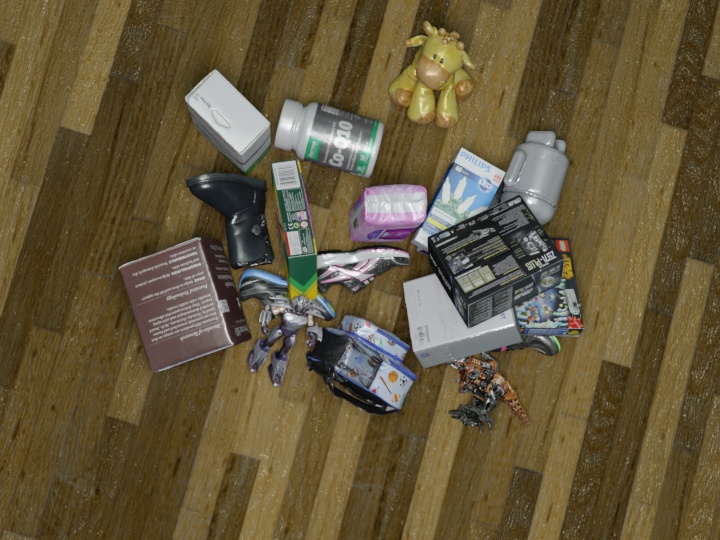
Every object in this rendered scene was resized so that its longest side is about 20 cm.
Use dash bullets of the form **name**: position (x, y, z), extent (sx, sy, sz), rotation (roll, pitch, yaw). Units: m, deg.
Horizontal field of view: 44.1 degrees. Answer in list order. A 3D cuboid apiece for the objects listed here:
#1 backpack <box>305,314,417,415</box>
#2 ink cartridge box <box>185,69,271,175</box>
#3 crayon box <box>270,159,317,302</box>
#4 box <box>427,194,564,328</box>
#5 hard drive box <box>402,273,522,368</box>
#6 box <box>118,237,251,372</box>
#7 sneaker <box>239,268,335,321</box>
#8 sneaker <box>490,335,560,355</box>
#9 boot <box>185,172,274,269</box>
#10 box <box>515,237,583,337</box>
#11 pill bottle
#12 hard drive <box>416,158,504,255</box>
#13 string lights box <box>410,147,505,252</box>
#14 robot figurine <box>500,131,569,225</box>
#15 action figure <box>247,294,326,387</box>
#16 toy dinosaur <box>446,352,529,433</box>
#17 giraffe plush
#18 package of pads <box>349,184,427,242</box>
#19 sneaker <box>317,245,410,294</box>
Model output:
- **backpack**: position (0.011, 0.179, 1.676), extent (0.190, 0.200, 0.155), rotation (39, 85, -15)
- **ink cartridge box**: position (-0.243, -0.272, 1.664), extent (0.147, 0.200, 0.083), rotation (44, 83, -1)
- **crayon box**: position (-0.123, -0.071, 1.644), extent (0.057, 0.173, 0.203), rotation (-8, 62, -8)
- **box**: position (0.243, -0.018, 1.616), extent (0.197, 0.087, 0.165), rotation (-25, 58, -9)
- **hard drive box**: position (0.191, 0.078, 1.683), extent (0.197, 0.077, 0.158), rotation (-16, 56, 14)
- **box**: position (-0.318, 0.062, 1.639), extent (0.161, 0.166, 0.203), rotation (-19, 88, 4)
- **sneaker**: position (-0.142, 0.060, 1.721), extent (0.196, 0.071, 0.084), rotation (18, 89, 2)
- **sneaker**: position (0.294, 0.131, 1.747), extent (0.197, 0.077, 0.085), rotation (19, 64, 6)
- **boot**: position (-0.238, -0.090, 1.670), extent (0.075, 0.199, 0.172), rotation (-10, 83, 33)
- **box**: position (0.355, 0.030, 1.743), extent (0.134, 0.040, 0.203), rotation (1, 61, -6)
- **pill bottle**: position (-0.061, -0.259, 1.725), extent (0.196, 0.113, 0.115), rotation (15, 85, -4)
- **hard drive**: position (0.205, -0.110, 1.776), extent (0.133, 0.042, 0.203), rotation (23, 84, -3)
- **string lights box**: position (0.188, -0.121, 1.723), extent (0.102, 0.059, 0.203), rotation (27, 85, -3)
- **robot figurine**: position (0.342, -0.172, 1.756), extent (0.168, 0.112, 0.204), rotation (23, 81, -38)
- **action figure**: position (-0.140, 0.120, 1.667), extent (0.128, 0.070, 0.201), rotation (22, 123, -15)
- **toy dinosaur**: position (0.246, 0.236, 1.736), extent (0.198, 0.103, 0.136), rotation (29, 66, 18)
- **giraffe plush**: position (0.154, -0.395, 1.730), extent (0.169, 0.162, 0.204), rotation (11, 85, -4)
- **package of pads**: position (0.050, -0.105, 1.682), extent (0.118, 0.200, 0.077), rotation (0, 81, -9)
- **sneaker**: position (0.000, 0.000, 1.742), extent (0.196, 0.080, 0.088), rotation (-5, 98, 2)
